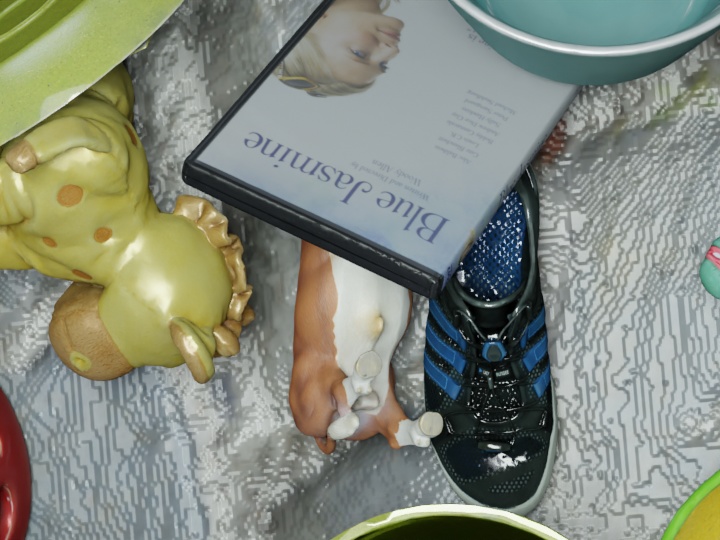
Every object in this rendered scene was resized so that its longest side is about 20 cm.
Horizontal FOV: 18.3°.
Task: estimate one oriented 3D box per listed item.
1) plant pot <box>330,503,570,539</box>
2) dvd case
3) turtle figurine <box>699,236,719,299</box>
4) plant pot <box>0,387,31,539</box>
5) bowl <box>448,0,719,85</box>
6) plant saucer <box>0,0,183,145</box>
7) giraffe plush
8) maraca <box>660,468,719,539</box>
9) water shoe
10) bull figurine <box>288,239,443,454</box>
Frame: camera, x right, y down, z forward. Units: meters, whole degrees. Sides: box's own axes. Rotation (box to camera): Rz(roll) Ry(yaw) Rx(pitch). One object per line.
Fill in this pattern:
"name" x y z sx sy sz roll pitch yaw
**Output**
"plant pot" 0.054 0.208 1.111 0.199 0.193 0.201 0 89 7
"dvd case" 0.018 -0.079 1.137 0.142 0.018 0.200 25 48 13
"turtle figurine" 0.242 -0.029 1.138 0.199 0.101 0.150 -29 94 -7
"plant pot" -0.290 0.118 1.168 0.199 0.182 0.201 0 86 8
"bowl" 0.119 -0.174 1.137 0.200 0.105 0.202 -1 67 3
"plant saucer" -0.168 -0.121 1.149 0.200 0.200 0.031 -33 112 6
"giraffe plush" -0.132 -0.015 1.162 0.200 0.173 0.162 -22 111 41
"maraca" 0.229 0.145 1.132 0.137 0.107 0.200 36 90 -1
"water shoe" 0.062 0.032 1.170 0.071 0.079 0.201 -5 88 8
"bull figurine" 0.000 0.000 1.172 0.065 0.121 0.201 -2 97 -24
